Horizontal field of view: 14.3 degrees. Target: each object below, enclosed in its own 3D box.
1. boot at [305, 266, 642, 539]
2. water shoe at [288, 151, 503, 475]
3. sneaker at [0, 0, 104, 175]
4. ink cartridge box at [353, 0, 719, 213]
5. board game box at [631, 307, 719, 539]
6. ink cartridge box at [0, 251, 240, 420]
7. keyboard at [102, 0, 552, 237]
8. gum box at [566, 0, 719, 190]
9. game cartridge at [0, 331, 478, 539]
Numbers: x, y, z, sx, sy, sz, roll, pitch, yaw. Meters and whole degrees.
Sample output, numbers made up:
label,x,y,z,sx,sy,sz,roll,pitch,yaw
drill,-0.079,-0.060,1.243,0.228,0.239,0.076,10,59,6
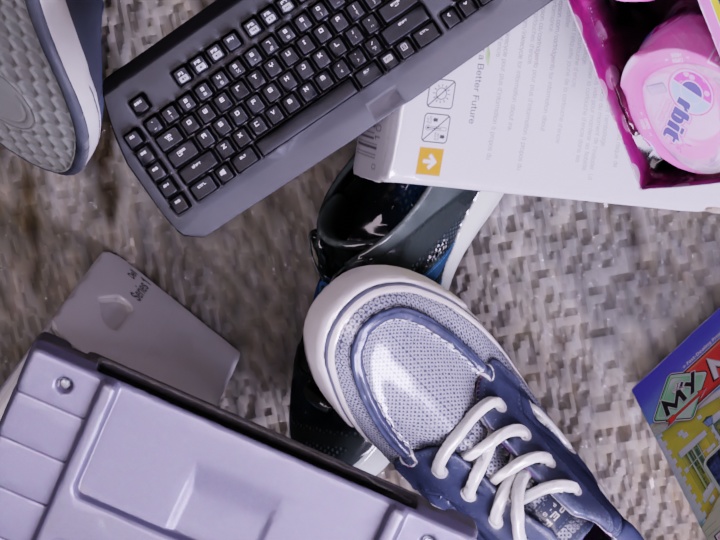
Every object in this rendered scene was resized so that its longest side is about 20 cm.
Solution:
label,x,y,z,sx,sy,sz,roll,pitch,yaw
boot,0.059,0.078,1.227,0.073,0.090,0.200,-47,128,-2
water shoe,0.000,0.000,1.263,0.071,0.079,0.201,29,102,40
sneaker,-0.117,-0.145,1.252,0.077,0.146,0.203,24,148,18
ink cartridge box,0.104,-0.127,1.213,0.199,0.047,0.199,5,96,-28
board game box,0.214,0.030,1.225,0.029,0.135,0.200,36,107,-32
ink cartridge box,-0.148,0.106,1.282,0.084,0.145,0.200,36,105,-4
keyboard,-0.016,-0.104,1.136,0.199,0.040,0.104,-35,98,4
gum box,0.129,-0.148,1.139,0.066,0.113,0.201,-6,114,43
game cartridge,-0.067,0.123,1.191,0.199,0.038,0.130,23,102,-5
